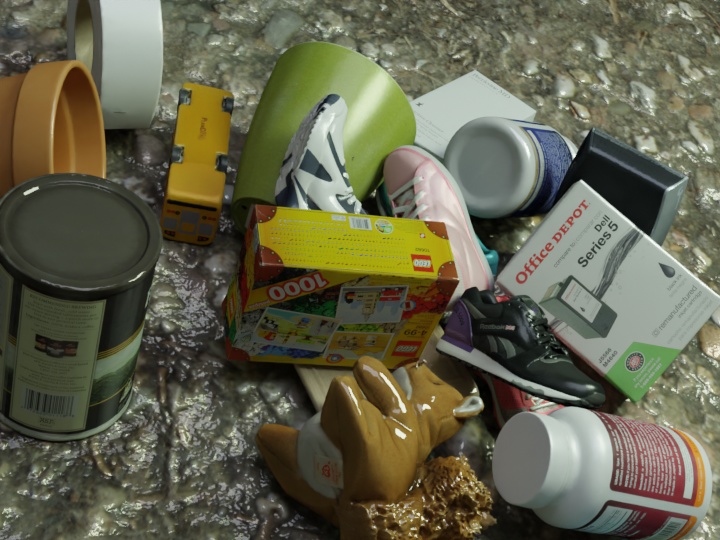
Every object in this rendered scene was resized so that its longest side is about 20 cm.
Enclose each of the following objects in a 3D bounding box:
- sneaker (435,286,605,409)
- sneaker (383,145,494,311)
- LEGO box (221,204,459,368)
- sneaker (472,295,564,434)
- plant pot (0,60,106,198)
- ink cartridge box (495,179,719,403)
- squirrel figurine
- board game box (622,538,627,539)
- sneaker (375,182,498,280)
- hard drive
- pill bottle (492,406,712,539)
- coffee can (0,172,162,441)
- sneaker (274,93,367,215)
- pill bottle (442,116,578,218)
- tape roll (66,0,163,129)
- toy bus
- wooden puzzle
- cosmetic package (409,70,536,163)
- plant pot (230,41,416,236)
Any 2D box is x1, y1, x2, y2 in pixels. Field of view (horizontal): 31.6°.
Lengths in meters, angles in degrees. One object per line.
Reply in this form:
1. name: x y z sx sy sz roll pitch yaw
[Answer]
1. sneaker: 0.162 0.071 1.258 0.199 0.088 0.075 23 2 42
2. sneaker: 0.066 -0.044 1.365 0.104 0.075 0.202 -12 72 -51
3. LEGO box: -0.023 0.020 1.246 0.198 0.150 0.078 4 49 -18
4. sneaker: 0.169 0.110 1.323 0.073 0.087 0.201 -9 49 -27
5. plant pot: -0.352 -0.113 1.300 0.138 0.201 0.201 0 42 4
6. ink cartridge box: 0.264 0.021 1.372 0.200 0.146 0.084 40 5 5
7. squirrel figurine: 0.039 0.177 1.193 0.186 0.142 0.201 -14 67 -47
8. board game box: 0.261 0.356 1.126 0.150 0.047 0.200 -27 59 -40
9. sneaker: 0.094 -0.051 1.470 0.077 0.080 0.200 -20 54 -34
10. hard drive: 0.278 -0.051 1.448 0.134 0.201 0.042 30 44 14
11. pill bottle: 0.227 0.192 1.204 0.198 0.113 0.114 15 38 -31
12. coffee can: -0.266 0.035 1.151 0.145 0.201 0.147 11 42 -10
13. sneaker: -0.020 -0.072 1.321 0.129 0.079 0.201 22 73 -19
14. pill bottle: 0.189 -0.121 1.516 0.116 0.116 0.199 41 22 22
15. tape roll: -0.285 -0.263 1.462 0.070 0.204 0.203 -3 46 -24
16. toy bus: -0.185 -0.127 1.446 0.064 0.079 0.201 9 43 -10
17. wooden puzzle: 0.007 0.081 1.336 0.183 0.037 0.201 -7 53 -28
18. cosmetic package: 0.118 -0.168 1.603 0.112 0.082 0.200 36 45 21
19. plant pot: -0.059 -0.120 1.433 0.186 0.188 0.201 25 58 7
